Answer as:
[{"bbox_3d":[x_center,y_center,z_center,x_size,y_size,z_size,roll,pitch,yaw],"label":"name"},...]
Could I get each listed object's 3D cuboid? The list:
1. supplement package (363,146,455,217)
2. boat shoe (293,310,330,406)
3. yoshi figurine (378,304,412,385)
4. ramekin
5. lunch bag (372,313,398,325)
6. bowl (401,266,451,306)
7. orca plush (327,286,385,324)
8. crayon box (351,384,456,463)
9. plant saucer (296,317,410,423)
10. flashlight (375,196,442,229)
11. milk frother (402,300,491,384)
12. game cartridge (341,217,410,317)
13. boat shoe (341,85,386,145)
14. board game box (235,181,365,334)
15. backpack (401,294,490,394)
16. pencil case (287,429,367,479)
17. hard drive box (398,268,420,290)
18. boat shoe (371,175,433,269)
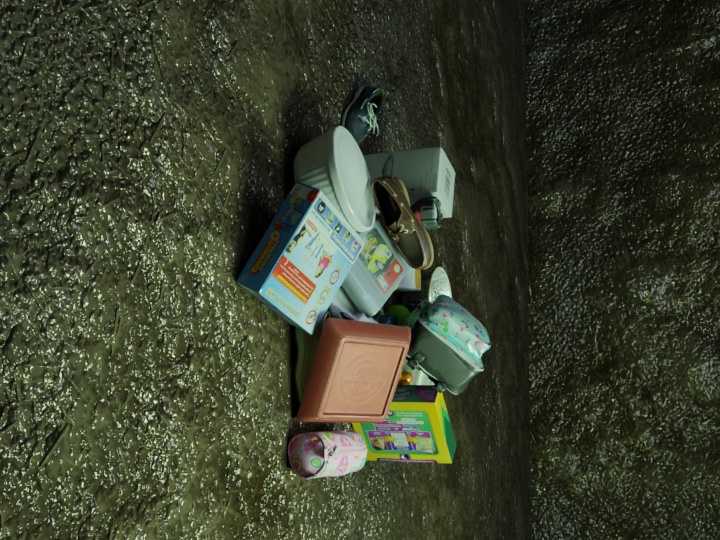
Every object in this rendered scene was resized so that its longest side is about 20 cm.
[{"bbox_3d":[0.096,-0.186,1.700,0.117,0.199,0.117,46,46,-57],"label":"supplement package"},{"bbox_3d":[-0.076,0.170,1.406,0.072,0.076,0.201,-16,102,-67],"label":"boat shoe"},{"bbox_3d":[0.080,0.161,1.697,0.112,0.112,0.201,-20,99,-37],"label":"yoshi figurine"},{"bbox_3d":[-0.050,-0.161,1.451,0.202,0.094,0.203,-15,90,-72],"label":"ramekin"},{"bbox_3d":[0.010,0.176,1.538,0.200,0.132,0.136,-55,136,-56],"label":"lunch bag"},{"bbox_3d":[0.162,0.093,1.959,0.201,0.094,0.202,-4,90,-67],"label":"bowl"},{"bbox_3d":[-0.038,0.059,1.484,0.200,0.071,0.105,31,65,-20],"label":"orca plush"},{"bbox_3d":[0.085,0.320,1.609,0.058,0.199,0.173,-62,142,-52],"label":"crayon box"},{"bbox_3d":[-0.001,0.194,1.405,0.199,0.037,0.201,10,103,-37],"label":"plant saucer"},{"bbox_3d":[0.071,-0.114,1.632,0.068,0.199,0.068,-45,128,-60],"label":"flashlight"},{"bbox_3d":[0.182,0.190,1.770,0.200,0.180,0.189,-140,-120,-65],"label":"milk frother"},{"bbox_3d":[0.024,-0.016,1.493,0.133,0.041,0.200,52,41,-12],"label":"game cartridge"},{"bbox_3d":[0.010,-0.338,1.695,0.200,0.062,0.075,-68,148,-44],"label":"boat shoe"},{"bbox_3d":[-0.095,-0.016,1.314,0.196,0.056,0.200,-60,148,-12],"label":"board game box"},{"bbox_3d":[0.171,0.141,1.584,0.151,0.177,0.200,-51,-177,8],"label":"backpack"},{"bbox_3d":[-0.056,0.338,1.422,0.200,0.087,0.088,27,62,-65],"label":"pencil case"},{"bbox_3d":[0.071,-0.030,1.782,0.200,0.077,0.156,3,83,-67],"label":"hard drive box"},{"bbox_3d":[0.076,-0.091,1.507,0.070,0.070,0.200,-10,71,-58],"label":"boat shoe"}]
